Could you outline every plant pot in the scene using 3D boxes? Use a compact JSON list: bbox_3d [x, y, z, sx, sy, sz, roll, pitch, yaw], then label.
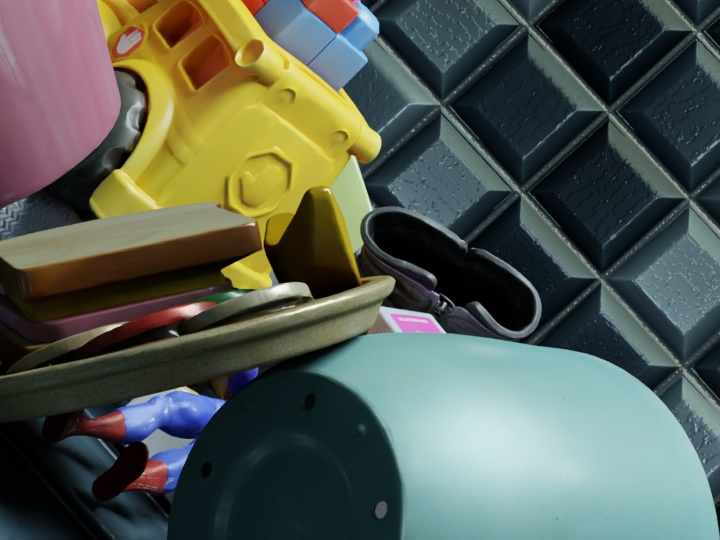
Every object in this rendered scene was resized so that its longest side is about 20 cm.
[{"bbox_3d":[-0.205,-0.127,1.007,0.179,0.200,0.200,64,-6,-28],"label":"plant pot"},{"bbox_3d":[0.019,0.116,0.890,0.161,0.201,0.201,18,24,-47],"label":"plant pot"}]

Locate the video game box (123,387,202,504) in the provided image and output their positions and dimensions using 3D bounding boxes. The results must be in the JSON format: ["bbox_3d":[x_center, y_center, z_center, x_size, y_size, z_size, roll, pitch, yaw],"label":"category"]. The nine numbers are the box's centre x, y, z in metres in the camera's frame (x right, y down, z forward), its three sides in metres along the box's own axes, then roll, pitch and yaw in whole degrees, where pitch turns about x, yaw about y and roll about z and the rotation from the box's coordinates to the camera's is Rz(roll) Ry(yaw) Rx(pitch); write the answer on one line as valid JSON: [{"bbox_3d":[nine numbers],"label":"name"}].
[{"bbox_3d":[-0.029,0.155,1.139,0.200,0.047,0.182,48,0,20],"label":"video game box"}]

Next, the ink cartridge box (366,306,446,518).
[{"bbox_3d":[0.041,0.117,1.054,0.042,0.119,0.200,7,25,-26],"label":"ink cartridge box"}]

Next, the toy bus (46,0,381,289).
[{"bbox_3d":[-0.077,-0.108,1.137,0.136,0.192,0.200,34,13,-42],"label":"toy bus"}]

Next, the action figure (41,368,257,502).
[{"bbox_3d":[-0.051,0.058,1.023,0.065,0.099,0.200,48,17,21],"label":"action figure"}]

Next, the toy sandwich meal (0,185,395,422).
[{"bbox_3d":[-0.082,0.008,0.883,0.205,0.205,0.070,-83,160,-88],"label":"toy sandwich meal"}]

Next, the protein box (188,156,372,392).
[{"bbox_3d":[-0.074,-0.040,1.358,0.200,0.135,0.199,120,-48,-83],"label":"protein box"}]

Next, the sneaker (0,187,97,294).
[{"bbox_3d":[-0.172,-0.029,1.179,0.114,0.075,0.200,51,6,28],"label":"sneaker"}]

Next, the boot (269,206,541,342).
[{"bbox_3d":[0.000,0.000,1.174,0.200,0.070,0.132,21,-26,5],"label":"boot"}]

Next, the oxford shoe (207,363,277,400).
[{"bbox_3d":[-0.020,0.080,1.211,0.200,0.071,0.071,45,-4,-38],"label":"oxford shoe"}]
